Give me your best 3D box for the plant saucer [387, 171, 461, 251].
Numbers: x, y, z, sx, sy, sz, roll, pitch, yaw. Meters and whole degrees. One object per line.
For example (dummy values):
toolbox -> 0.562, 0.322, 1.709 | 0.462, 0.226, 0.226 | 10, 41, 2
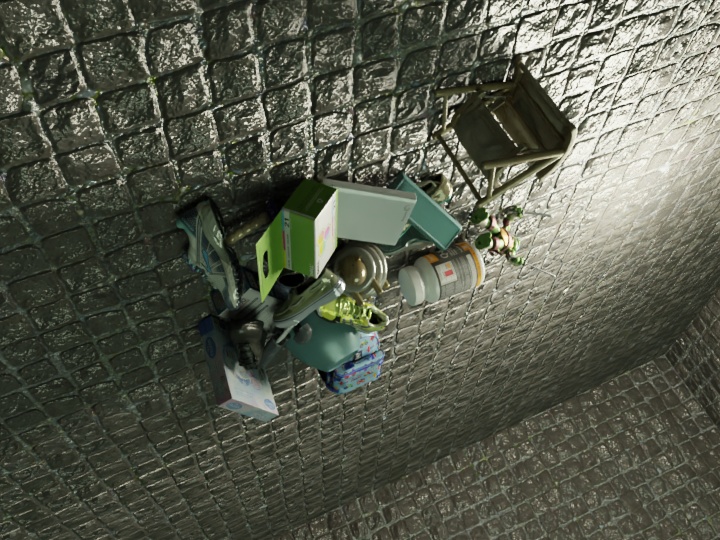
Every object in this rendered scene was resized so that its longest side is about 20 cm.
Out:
plant saucer -> 0.133, -0.120, 1.491 | 0.199, 0.019, 0.070 | 38, 95, -27

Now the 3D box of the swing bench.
swing bench -> 0.262, -0.259, 1.319 | 0.196, 0.201, 0.131 | -22, 150, -9

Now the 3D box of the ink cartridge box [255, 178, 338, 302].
ink cartridge box -> -0.114, -0.046, 1.309 | 0.150, 0.074, 0.202 | 92, 19, -44

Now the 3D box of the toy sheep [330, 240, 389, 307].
toy sheep -> 0.000, 0.000, 1.547 | 0.136, 0.139, 0.200 | -33, 179, 9

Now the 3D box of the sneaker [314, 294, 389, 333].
sneaker -> -0.018, 0.085, 1.568 | 0.197, 0.077, 0.076 | 19, 160, -37

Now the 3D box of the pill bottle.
pill bottle -> 0.200, 0.011, 1.756 | 0.196, 0.118, 0.117 | -18, 149, -18

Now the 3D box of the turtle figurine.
turtle figurine -> 0.371, -0.091, 1.731 | 0.191, 0.198, 0.147 | 12, 98, -43

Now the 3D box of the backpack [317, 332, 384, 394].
backpack -> -0.024, 0.203, 1.841 | 0.179, 0.136, 0.202 | -16, 145, -22

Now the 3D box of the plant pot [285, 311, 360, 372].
plant pot -> -0.076, 0.155, 1.662 | 0.198, 0.136, 0.200 | -34, 168, -8

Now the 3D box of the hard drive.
hard drive -> 0.000, -0.115, 1.423 | 0.195, 0.027, 0.133 | 6, 136, -19

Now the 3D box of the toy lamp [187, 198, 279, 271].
toy lamp -> -0.238, -0.063, 1.331 | 0.197, 0.059, 0.058 | -29, 150, -1

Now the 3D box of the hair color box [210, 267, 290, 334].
hair color box -> -0.221, 0.069, 1.539 | 0.099, 0.061, 0.199 | -38, 149, 15

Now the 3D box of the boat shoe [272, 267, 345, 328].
boat shoe -> -0.119, 0.053, 1.480 | 0.198, 0.073, 0.062 | -32, 115, 28

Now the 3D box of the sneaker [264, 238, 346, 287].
sneaker -> -0.104, -0.024, 1.453 | 0.196, 0.108, 0.075 | -10, 146, -29

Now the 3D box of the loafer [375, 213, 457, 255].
loafer -> 0.124, -0.082, 1.618 | 0.195, 0.073, 0.063 | -17, 169, -8

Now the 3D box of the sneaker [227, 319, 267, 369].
sneaker -> -0.238, 0.160, 1.513 | 0.074, 0.093, 0.201 | -1, 160, 6

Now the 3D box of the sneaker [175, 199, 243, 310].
sneaker -> -0.271, -0.021, 1.277 | 0.084, 0.205, 0.078 | -17, -169, 3

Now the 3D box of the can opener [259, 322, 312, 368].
can opener -> -0.170, 0.169, 1.583 | 0.053, 0.067, 0.201 | -38, 171, -45

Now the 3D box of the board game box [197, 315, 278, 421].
board game box -> -0.273, 0.224, 1.588 | 0.043, 0.202, 0.200 | -29, 150, 11

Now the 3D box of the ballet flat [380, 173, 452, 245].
ballet flat -> 0.106, -0.140, 1.516 | 0.198, 0.068, 0.076 | -37, 128, 2
